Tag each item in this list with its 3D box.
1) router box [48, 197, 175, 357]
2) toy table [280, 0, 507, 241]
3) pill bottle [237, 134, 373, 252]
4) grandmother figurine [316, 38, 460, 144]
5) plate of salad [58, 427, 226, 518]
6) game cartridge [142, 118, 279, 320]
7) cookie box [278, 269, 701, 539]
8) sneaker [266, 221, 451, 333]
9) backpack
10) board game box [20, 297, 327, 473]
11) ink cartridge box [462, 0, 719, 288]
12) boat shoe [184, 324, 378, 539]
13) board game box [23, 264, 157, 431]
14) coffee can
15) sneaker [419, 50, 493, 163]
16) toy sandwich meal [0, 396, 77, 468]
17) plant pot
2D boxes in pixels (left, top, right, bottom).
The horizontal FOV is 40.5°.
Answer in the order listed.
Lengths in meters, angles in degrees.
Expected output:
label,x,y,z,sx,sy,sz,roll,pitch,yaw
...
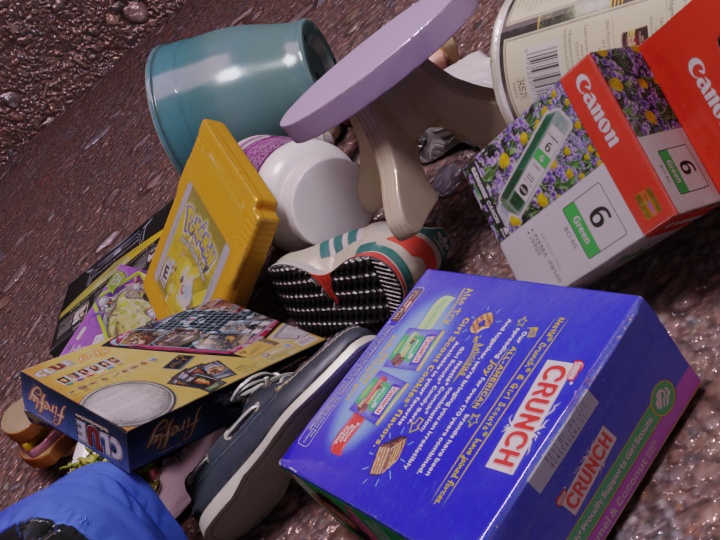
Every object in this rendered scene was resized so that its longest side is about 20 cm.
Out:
label,x,y,z,sx,sy,sz,roll,pitch,yaw
router box,-0.291,0.018,1.222,0.200,0.052,0.158,-37,28,15
toy table,0.038,-0.123,0.764,0.200,0.117,0.184,-16,31,54
pill bottle,-0.065,-0.075,0.961,0.112,0.112,0.200,-49,24,-10
grandmother figurine,0.009,-0.193,1.068,0.200,0.061,0.121,-37,16,-9
plate of salad,-0.197,0.147,0.865,0.199,0.048,0.201,-24,46,27
game cartridge,-0.149,-0.019,0.942,0.176,0.032,0.201,53,128,46
cookie box,0.067,0.092,0.573,0.171,0.075,0.200,-52,26,-16
sneaker,0.000,0.000,0.836,0.093,0.071,0.199,-34,14,-31
backpack,-0.210,0.225,0.679,0.200,0.163,0.168,-36,7,19
board game box,-0.141,0.081,0.768,0.135,0.035,0.199,18,27,38
ink cartridge box,0.152,-0.068,0.581,0.050,0.109,0.200,-15,-16,-35
boat shoe,-0.058,0.108,0.698,0.200,0.075,0.062,-54,54,21
board game box,-0.243,0.085,1.011,0.119,0.032,0.201,16,52,12
coffee can,0.206,-0.151,0.648,0.199,0.146,0.147,-1,49,54
sneaker,0.088,-0.163,0.935,0.199,0.078,0.100,3,45,45
toy sandwich meal,-0.305,0.122,1.069,0.205,0.070,0.206,-34,28,21
plant pot,-0.123,-0.206,1.168,0.187,0.201,0.201,-17,34,18
